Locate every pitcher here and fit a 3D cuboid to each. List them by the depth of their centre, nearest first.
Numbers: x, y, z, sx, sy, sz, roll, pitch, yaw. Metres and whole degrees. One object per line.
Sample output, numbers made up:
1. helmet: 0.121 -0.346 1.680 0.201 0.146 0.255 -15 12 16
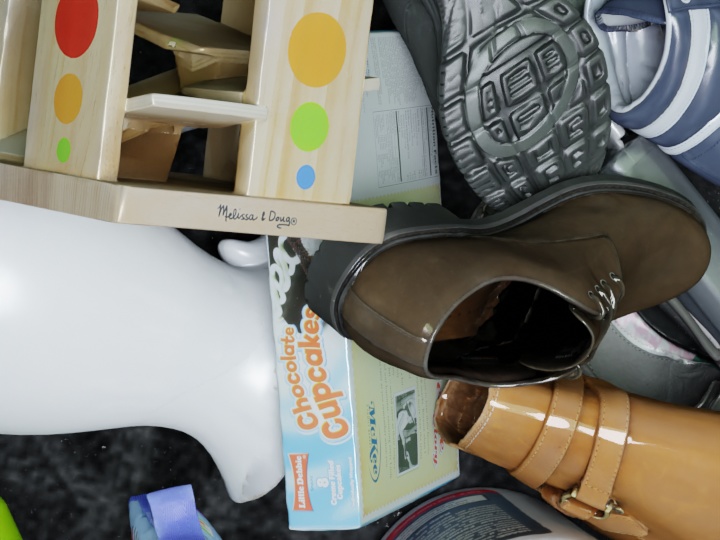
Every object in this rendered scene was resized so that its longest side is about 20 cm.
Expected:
1. pitcher: -0.115 -0.010 1.050 0.199 0.121 0.173 18 74 -21

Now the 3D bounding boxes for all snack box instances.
1. snack box: 0.000 0.000 1.061 0.037 0.116 0.201 -2 95 24

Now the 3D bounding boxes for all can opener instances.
1. can opener: 0.127 -0.049 1.111 0.066 0.053 0.200 -37 99 -7

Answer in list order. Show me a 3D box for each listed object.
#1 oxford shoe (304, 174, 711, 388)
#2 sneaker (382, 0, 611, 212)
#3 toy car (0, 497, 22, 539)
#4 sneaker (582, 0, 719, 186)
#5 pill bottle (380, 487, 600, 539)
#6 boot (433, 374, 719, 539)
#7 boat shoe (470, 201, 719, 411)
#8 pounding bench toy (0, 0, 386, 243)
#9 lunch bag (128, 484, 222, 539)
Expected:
1. oxford shoe: 0.077 0.013 1.012 0.199 0.084 0.073 -13 130 -38
2. sneaker: 0.044 -0.114 1.048 0.076 0.091 0.201 -24 106 -4
3. toy car: -0.212 0.212 1.032 0.199 0.158 0.165 -19 107 3
4. sneaker: 0.164 -0.138 1.081 0.108 0.070 0.201 20 81 -28
5. pill bottle: 0.070 0.162 1.041 0.119 0.200 0.120 -1 94 -9
6. boot: 0.121 0.076 1.014 0.154 0.200 0.074 25 70 -12
7. boat shoe: 0.123 0.042 1.114 0.067 0.057 0.200 -44 99 -4
8. pounding bench toy: -0.094 -0.100 0.913 0.199 0.124 0.157 3 95 -40
9. lunch bag: -0.047 0.183 1.038 0.094 0.151 0.201 -17 102 -8
